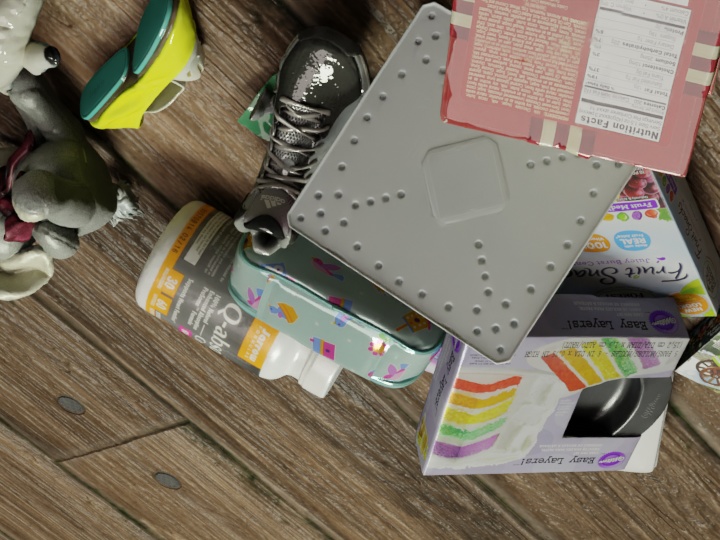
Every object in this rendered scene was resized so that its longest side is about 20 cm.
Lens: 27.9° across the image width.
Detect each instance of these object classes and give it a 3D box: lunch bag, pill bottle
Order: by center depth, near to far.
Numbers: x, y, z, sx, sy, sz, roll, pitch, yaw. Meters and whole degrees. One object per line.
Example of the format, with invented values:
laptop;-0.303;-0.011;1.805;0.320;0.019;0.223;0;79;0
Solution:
lunch bag;0.000;0.000;1.246;0.200;0.161;0.077;28;139;2
pill bottle;-0.098;0.029;1.346;0.200;0.116;0.116;30;144;4

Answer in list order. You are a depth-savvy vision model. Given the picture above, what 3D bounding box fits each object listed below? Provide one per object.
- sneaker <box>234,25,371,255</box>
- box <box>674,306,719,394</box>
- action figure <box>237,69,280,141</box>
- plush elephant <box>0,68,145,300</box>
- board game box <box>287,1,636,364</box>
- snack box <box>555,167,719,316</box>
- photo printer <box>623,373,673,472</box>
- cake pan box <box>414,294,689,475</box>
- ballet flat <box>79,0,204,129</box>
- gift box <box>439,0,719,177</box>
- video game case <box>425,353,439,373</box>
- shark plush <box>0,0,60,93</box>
sneaker;-0.049;-0.083;1.114;0.075;0.116;0.200;20;139;3
box;0.393;0.086;1.249;0.200;0.038;0.137;26;144;-6
action figure;0.007;-0.100;1.205;0.200;0.055;0.118;30;140;-17
plush elephant;-0.309;-0.066;1.314;0.155;0.165;0.200;-22;155;13
board game box;0.079;-0.065;1.071;0.200;0.200;0.026;33;-179;12
snack box;0.199;-0.037;1.172;0.142;0.053;0.200;-1;143;31
photo printer;0.184;0.115;1.349;0.199;0.070;0.167;6;142;8
cake pan box;0.158;0.098;1.213;0.199;0.052;0.184;1;138;-14
ballet flat;-0.169;-0.171;1.203;0.067;0.067;0.200;15;152;-27
gift box;0.163;-0.193;0.899;0.184;0.187;0.200;18;124;9
video game case;0.049;0.043;1.390;0.200;0.019;0.143;20;144;2
shark plush;-0.307;-0.191;1.232;0.091;0.083;0.200;12;153;-19
